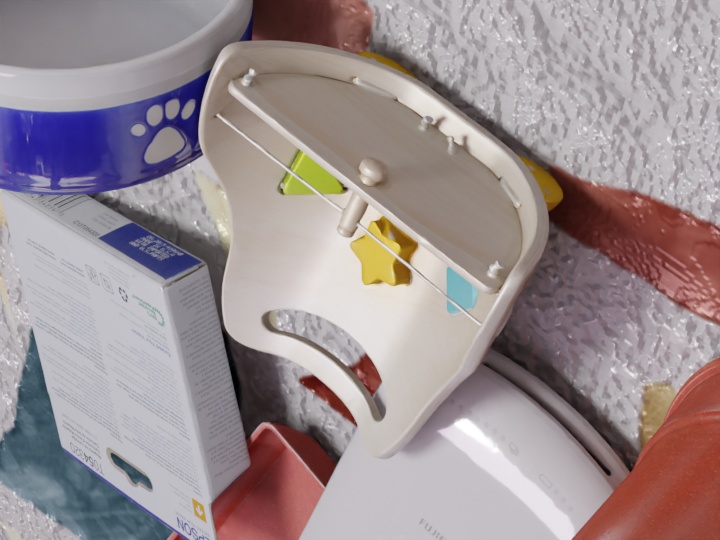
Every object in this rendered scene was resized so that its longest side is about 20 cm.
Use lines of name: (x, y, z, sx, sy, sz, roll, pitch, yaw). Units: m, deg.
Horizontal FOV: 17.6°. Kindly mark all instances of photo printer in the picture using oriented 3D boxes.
photo printer: (0.059, 0.141, 1.289, 0.166, 0.069, 0.201, 40, 127, 17)

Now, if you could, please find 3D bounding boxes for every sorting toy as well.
sorting toy: (0.000, 0.000, 1.214, 0.200, 0.107, 0.181, 39, 125, 20)

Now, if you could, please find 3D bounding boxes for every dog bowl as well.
dog bowl: (-0.156, -0.131, 1.237, 0.199, 0.200, 0.079, 30, 137, 28)

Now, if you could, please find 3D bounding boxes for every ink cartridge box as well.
ink cartridge box: (-0.144, 0.057, 1.460, 0.196, 0.043, 0.201, 28, 137, 47)

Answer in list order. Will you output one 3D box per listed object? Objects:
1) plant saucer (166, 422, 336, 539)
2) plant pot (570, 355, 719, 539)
plant saucer: (-0.022, 0.205, 1.467, 0.200, 0.037, 0.200, 49, 142, 8)
plant pot: (0.173, 0.171, 1.114, 0.200, 0.195, 0.202, 26, 134, 32)
